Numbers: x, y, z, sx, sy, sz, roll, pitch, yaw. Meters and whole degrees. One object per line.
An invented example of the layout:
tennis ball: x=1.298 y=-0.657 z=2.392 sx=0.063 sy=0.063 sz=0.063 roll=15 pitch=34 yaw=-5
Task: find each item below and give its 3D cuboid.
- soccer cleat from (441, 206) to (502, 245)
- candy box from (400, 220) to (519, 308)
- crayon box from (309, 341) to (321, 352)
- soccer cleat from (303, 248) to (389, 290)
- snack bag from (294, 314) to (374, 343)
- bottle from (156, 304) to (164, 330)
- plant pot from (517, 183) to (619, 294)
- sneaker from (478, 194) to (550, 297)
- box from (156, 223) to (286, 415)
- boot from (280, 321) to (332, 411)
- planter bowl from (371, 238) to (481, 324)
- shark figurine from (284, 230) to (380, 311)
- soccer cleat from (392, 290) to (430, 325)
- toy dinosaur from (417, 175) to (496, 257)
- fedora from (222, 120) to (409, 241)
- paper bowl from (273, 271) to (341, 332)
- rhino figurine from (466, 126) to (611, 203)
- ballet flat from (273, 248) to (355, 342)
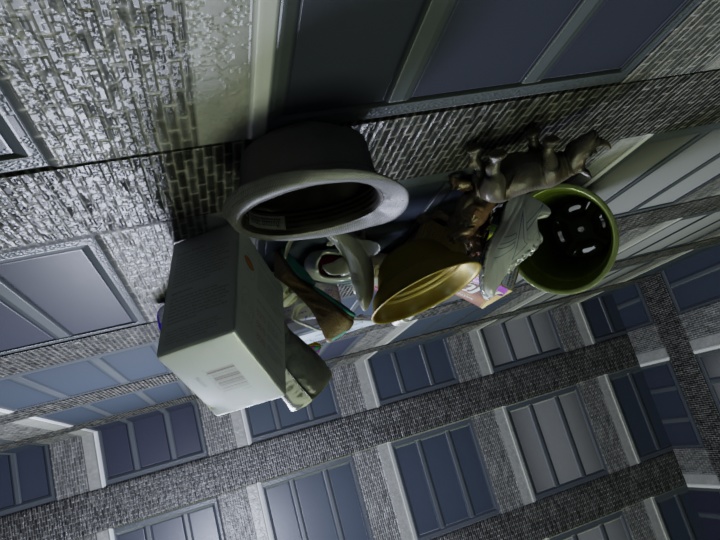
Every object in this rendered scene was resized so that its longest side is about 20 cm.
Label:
soccer cleat: x=0.202 y=-0.054 z=1.109 sx=0.199 sy=0.085 sz=0.064 roll=-19 pitch=168 yaw=31
candy box: x=0.176 y=-0.010 z=1.090 sx=0.199 sy=0.057 sz=0.117 roll=29 pitch=154 yaw=-7
crayon box: x=-0.209 y=0.147 z=1.264 sx=0.172 sy=0.059 sz=0.199 roll=26 pitch=-171 yaw=30
soccer cleat: x=0.000 y=0.000 z=1.041 sx=0.198 sy=0.071 sz=0.086 roll=3 pitch=178 yaw=-15
snack bag: x=-0.072 y=0.115 z=1.140 sx=0.187 sy=0.022 sz=0.200 roll=-18 pitch=169 yaw=18
bottle: x=-0.288 y=0.060 z=1.031 sx=0.083 sy=0.066 sz=0.200 roll=-5 pitch=162 yaw=-40
plant pot: x=0.408 y=-0.072 z=1.139 sx=0.199 sy=0.202 sz=0.189 roll=-26 pitch=176 yaw=34
sneaker: x=0.259 y=-0.044 z=0.999 sx=0.086 sy=0.201 sz=0.075 roll=24 pitch=172 yaw=10
box: x=-0.180 y=0.064 z=0.801 sx=0.105 sy=0.201 sz=0.153 roll=-18 pitch=134 yaw=9
boot: x=-0.154 y=0.161 z=0.952 sx=0.181 sy=0.073 sz=0.201 roll=-34 pitch=134 yaw=-10
planter bowl: x=0.092 y=0.005 z=0.968 sx=0.199 sy=0.084 sz=0.201 roll=-22 pitch=161 yaw=-8
shark figurine: x=-0.018 y=-0.039 z=0.924 sx=0.089 sy=0.129 sz=0.214 roll=-1 pitch=151 yaw=40
soccer cleat: x=0.095 y=0.068 z=1.150 sx=0.069 sy=0.087 sz=0.200 roll=17 pitch=173 yaw=-12
toy dinosaur: x=0.185 y=-0.102 z=0.941 sx=0.135 sy=0.086 sz=0.200 roll=-17 pitch=155 yaw=-32
fedora: x=-0.052 y=-0.101 z=0.640 sx=0.198 sy=0.091 sz=0.177 roll=-11 pitch=165 yaw=6
paper bowl: x=-0.137 y=0.061 z=1.116 sx=0.199 sy=0.105 sz=0.201 roll=-14 pitch=169 yaw=-3
rhino figurine: x=0.244 y=-0.146 z=0.801 sx=0.198 sy=0.060 sz=0.088 roll=-14 pitch=130 yaw=-2
ballet flat: x=-0.090 y=0.043 z=0.930 sx=0.073 sy=0.200 sz=0.068 roll=-51 pitch=150 yaw=3
